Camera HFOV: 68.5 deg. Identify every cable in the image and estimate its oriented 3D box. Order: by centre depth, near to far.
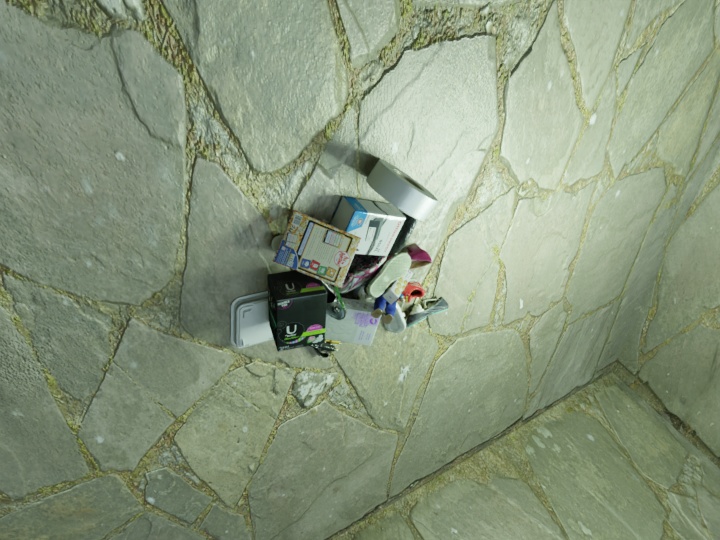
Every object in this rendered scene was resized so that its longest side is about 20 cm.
[{"bbox_3d":[-0.153,0.250,1.835,0.200,0.050,0.097,25,127,-34],"label":"cable"}]

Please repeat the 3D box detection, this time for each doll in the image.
[{"bbox_3d":[0.083,0.082,1.740,0.136,0.200,0.048,29,128,-8],"label":"doll"}]

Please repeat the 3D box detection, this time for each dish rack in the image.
[{"bbox_3d":[-0.307,0.155,1.612,0.171,0.044,0.200,-12,132,-28],"label":"dish rack"}]

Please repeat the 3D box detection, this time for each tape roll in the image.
[{"bbox_3d":[0.116,-0.223,1.466,0.202,0.202,0.071,19,113,-45],"label":"tape roll"}]

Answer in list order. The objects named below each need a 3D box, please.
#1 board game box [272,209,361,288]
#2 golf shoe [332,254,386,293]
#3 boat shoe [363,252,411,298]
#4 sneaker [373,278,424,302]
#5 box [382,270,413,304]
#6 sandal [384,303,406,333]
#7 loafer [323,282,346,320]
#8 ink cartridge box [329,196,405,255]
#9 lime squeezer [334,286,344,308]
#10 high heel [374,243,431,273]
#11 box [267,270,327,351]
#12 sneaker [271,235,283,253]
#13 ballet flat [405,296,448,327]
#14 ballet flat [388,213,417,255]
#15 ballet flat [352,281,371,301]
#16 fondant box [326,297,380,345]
[{"bbox_3d":[-0.118,-0.057,1.445,0.200,0.046,0.152,23,90,-12],"label":"board game box"},{"bbox_3d":[0.000,0.000,1.688,0.200,0.073,0.092,-33,150,4],"label":"golf shoe"},{"bbox_3d":[0.085,0.012,1.696,0.200,0.062,0.075,-44,108,-23],"label":"boat shoe"},{"bbox_3d":[0.141,0.079,1.850,0.200,0.085,0.077,-13,132,-28],"label":"sneaker"},{"bbox_3d":[0.125,0.046,1.745,0.039,0.041,0.200,-43,-177,30],"label":"box"},{"bbox_3d":[0.130,0.166,1.944,0.203,0.082,0.050,81,24,-53],"label":"sandal"},{"bbox_3d":[-0.106,0.081,1.623,0.072,0.063,0.200,-32,113,1],"label":"loafer"},{"bbox_3d":[0.015,-0.127,1.566,0.200,0.084,0.145,2,125,-39],"label":"ink cartridge box"},{"bbox_3d":[-0.063,0.017,1.633,0.071,0.200,0.038,10,164,3],"label":"lime squeezer"},{"bbox_3d":[0.136,-0.010,1.756,0.200,0.096,0.067,-28,139,-14],"label":"high heel"},{"bbox_3d":[-0.184,0.112,1.527,0.148,0.124,0.200,-9,129,-19],"label":"box"},{"bbox_3d":[-0.161,-0.047,1.519,0.200,0.112,0.073,18,88,-12],"label":"sneaker"},{"bbox_3d":[0.243,0.151,2.013,0.200,0.073,0.073,-21,137,-20],"label":"ballet flat"},{"bbox_3d":[0.143,-0.127,1.681,0.057,0.066,0.200,-7,134,-54],"label":"ballet flat"},{"bbox_3d":[0.007,0.094,1.775,0.072,0.072,0.200,-8,130,-32],"label":"ballet flat"},{"bbox_3d":[-0.045,0.165,1.746,0.200,0.058,0.144,9,124,-11],"label":"fondant box"}]
